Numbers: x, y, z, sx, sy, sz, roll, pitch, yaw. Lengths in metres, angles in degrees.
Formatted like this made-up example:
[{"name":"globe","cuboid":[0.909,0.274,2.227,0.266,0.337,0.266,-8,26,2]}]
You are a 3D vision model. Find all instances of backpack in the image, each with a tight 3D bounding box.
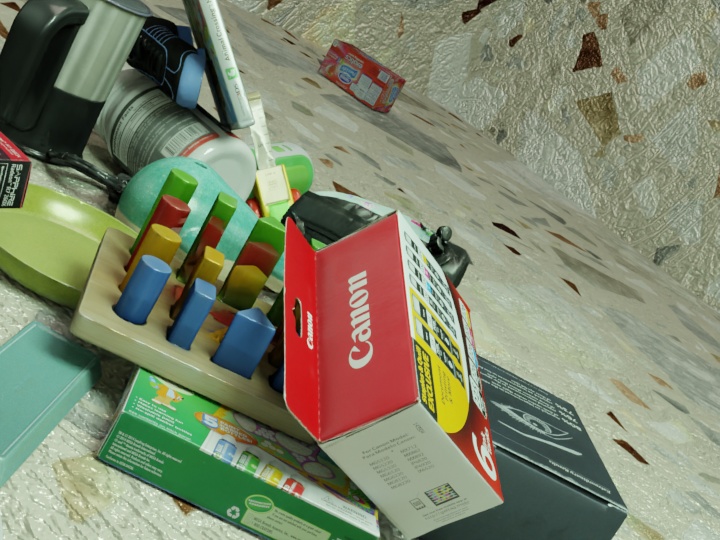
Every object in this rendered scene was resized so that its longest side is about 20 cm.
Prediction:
[{"name":"backpack","cuboid":[0.000,0.000,1.232,0.199,0.168,0.127,30,-1,10]}]

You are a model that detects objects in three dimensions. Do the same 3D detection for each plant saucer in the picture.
[{"name":"plant saucer","cuboid":[-0.229,0.080,0.755,0.070,0.019,0.200,30,16,-3]},{"name":"plant saucer","cuboid":[-0.253,-0.015,0.987,0.199,0.031,0.200,29,15,-9]}]

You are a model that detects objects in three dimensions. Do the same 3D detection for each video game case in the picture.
[{"name":"video game case","cuboid":[-0.164,-0.246,1.263,0.022,0.183,0.200,-19,9,-9]}]

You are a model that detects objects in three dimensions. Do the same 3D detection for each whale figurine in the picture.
[{"name":"whale figurine","cuboid":[-0.142,-0.045,1.133,0.199,0.104,0.159,21,15,-2]}]

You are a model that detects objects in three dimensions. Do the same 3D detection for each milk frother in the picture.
[{"name":"milk frother","cuboid":[-0.279,-0.193,1.203,0.199,0.189,0.181,28,16,-10]}]

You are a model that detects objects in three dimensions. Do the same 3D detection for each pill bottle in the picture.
[{"name":"pill bottle","cuboid":[-0.219,-0.145,1.304,0.200,0.116,0.115,41,18,33]}]

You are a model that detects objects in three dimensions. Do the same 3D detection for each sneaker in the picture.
[{"name":"sneaker","cuboid":[-0.223,-0.236,1.271,0.077,0.071,0.200,8,22,-21]}]

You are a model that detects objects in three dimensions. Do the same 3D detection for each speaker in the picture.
[{"name":"speaker","cuboid":[-0.123,-0.123,1.477,0.088,0.089,0.200,33,15,9]}]

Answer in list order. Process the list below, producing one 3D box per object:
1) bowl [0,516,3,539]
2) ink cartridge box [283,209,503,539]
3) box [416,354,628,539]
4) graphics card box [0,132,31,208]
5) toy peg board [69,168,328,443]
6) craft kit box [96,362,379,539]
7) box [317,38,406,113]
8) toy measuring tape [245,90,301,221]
[{"name":"bowl","cuboid":[-0.250,0.115,0.430,0.200,0.106,0.201,28,16,-8]},{"name":"ink cartridge box","cuboid":[0.021,0.062,0.841,0.176,0.083,0.201,51,22,-37]},{"name":"box","cuboid":[0.121,0.168,0.979,0.147,0.105,0.200,28,16,-10]},{"name":"graphics card box","cuboid":[-0.380,-0.097,0.902,0.199,0.051,0.125,-5,35,-47]},{"name":"toy peg board","cuboid":[-0.106,0.013,0.896,0.199,0.098,0.199,26,15,-14]},{"name":"craft kit box","cuboid":[-0.083,0.123,0.854,0.199,0.049,0.198,28,12,-11]},{"name":"box","cuboid":[0.004,-0.497,2.900,0.200,0.100,0.095,37,16,23]},{"name":"toy measuring tape","cuboid":[-0.112,-0.108,1.351,0.073,0.073,0.202,-11,87,-68]}]
